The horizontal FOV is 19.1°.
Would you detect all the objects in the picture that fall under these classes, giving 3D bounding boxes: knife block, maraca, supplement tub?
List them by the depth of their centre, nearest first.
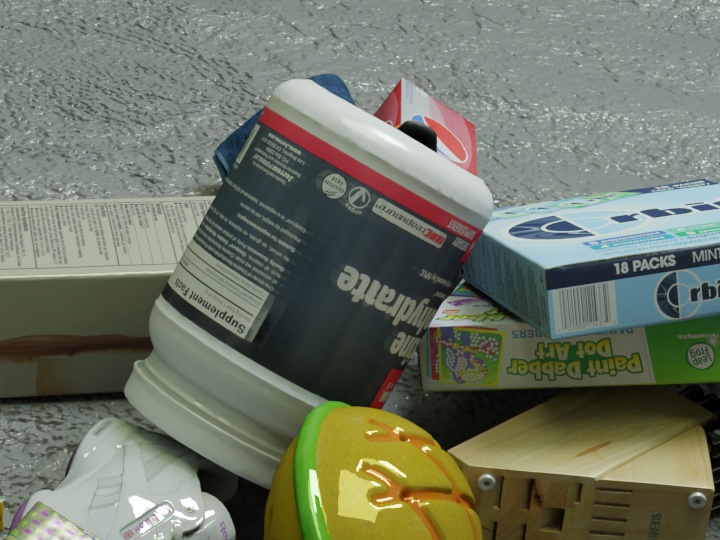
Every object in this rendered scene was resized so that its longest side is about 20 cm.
[{"bbox_3d":[0.006,0.150,1.070,0.107,0.137,0.200,-29,32,22],"label":"maraca"},{"bbox_3d":[-0.030,0.009,1.180,0.140,0.201,0.140,29,4,-2],"label":"supplement tub"},{"bbox_3d":[0.145,0.098,1.237,0.199,0.064,0.176,5,29,-1],"label":"knife block"}]

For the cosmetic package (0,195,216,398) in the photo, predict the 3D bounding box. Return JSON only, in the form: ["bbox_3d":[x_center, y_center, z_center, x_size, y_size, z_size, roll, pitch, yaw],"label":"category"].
[{"bbox_3d":[-0.164,0.015,1.303,0.199,0.088,0.103,-2,29,-11],"label":"cosmetic package"}]

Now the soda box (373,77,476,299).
[{"bbox_3d":[0.036,-0.053,1.459,0.070,0.063,0.200,32,25,-15],"label":"soda box"}]

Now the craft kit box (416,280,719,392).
[{"bbox_3d":[0.153,0.026,1.290,0.199,0.049,0.198,-3,14,16],"label":"craft kit box"}]

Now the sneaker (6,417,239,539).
[{"bbox_3d":[-0.122,0.140,1.103,0.099,0.075,0.200,11,30,11],"label":"sneaker"}]

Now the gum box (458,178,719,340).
[{"bbox_3d":[0.160,-0.010,1.247,0.169,0.045,0.200,-9,12,-11],"label":"gum box"}]

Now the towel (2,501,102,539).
[{"bbox_3d":[-0.103,0.203,0.983,0.200,0.023,0.144,34,38,5],"label":"towel"}]

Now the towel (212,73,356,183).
[{"bbox_3d":[-0.042,-0.060,1.439,0.049,0.112,0.200,44,15,-25],"label":"towel"}]

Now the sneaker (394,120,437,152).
[{"bbox_3d":[0.000,0.000,1.275,0.070,0.090,0.201,20,64,-7],"label":"sneaker"}]

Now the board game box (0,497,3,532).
[{"bbox_3d":[-0.296,0.107,1.182,0.200,0.030,0.095,26,35,36],"label":"board game box"}]
